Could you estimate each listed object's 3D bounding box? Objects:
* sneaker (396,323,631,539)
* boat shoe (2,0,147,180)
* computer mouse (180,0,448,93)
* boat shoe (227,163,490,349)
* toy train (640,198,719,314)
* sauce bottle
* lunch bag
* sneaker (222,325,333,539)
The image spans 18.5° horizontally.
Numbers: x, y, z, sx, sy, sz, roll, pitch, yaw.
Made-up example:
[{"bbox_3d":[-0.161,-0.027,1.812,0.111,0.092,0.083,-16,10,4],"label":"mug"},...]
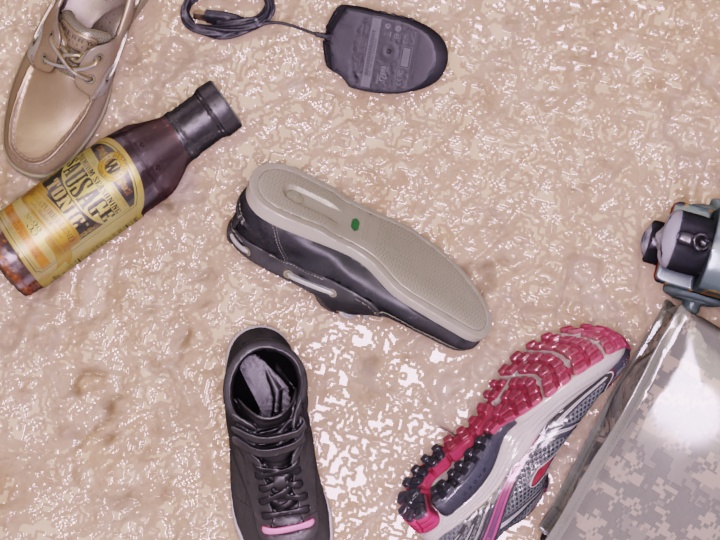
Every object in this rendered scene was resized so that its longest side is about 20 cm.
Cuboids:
[{"bbox_3d":[0.115,0.118,1.551,0.200,0.081,0.075,-45,114,-2],"label":"sneaker"},{"bbox_3d":[-0.202,-0.161,1.577,0.072,0.065,0.201,27,86,3],"label":"boat shoe"},{"bbox_3d":[-0.033,-0.171,1.597,0.199,0.034,0.059,15,103,7],"label":"computer mouse"},{"bbox_3d":[0.000,0.000,1.564,0.199,0.072,0.068,29,127,-4],"label":"boat shoe"},{"bbox_3d":[0.293,0.002,1.530,0.199,0.114,0.086,17,85,2],"label":"toy train"},{"bbox_3d":[-0.176,-0.063,1.570,0.200,0.066,0.066,-38,86,-2],"label":"sauce bottle"},{"bbox_3d":[0.233,0.148,1.516,0.163,0.118,0.201,30,91,1],"label":"lunch bag"},{"bbox_3d":[-0.061,0.136,1.534,0.070,0.099,0.202,-9,87,-1],"label":"sneaker"}]
